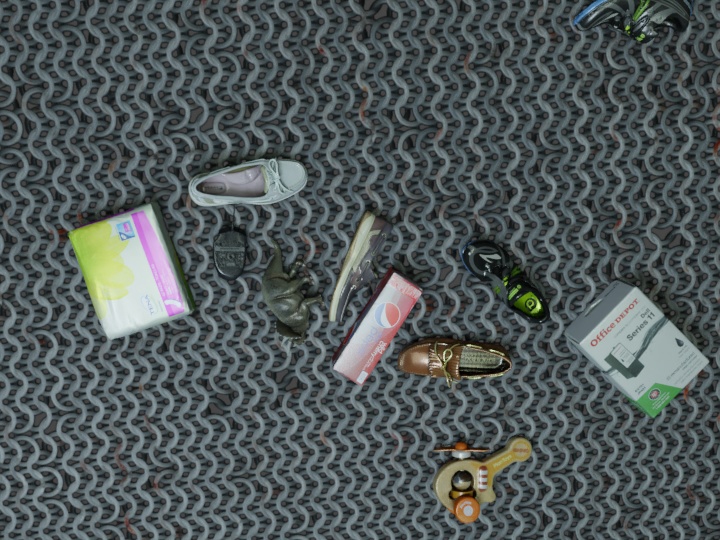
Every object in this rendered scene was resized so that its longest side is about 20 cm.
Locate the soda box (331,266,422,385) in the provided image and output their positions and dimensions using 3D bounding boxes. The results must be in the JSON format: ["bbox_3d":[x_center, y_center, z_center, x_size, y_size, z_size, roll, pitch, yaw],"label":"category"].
[{"bbox_3d":[0.028,0.096,1.254,0.063,0.070,0.200,32,96,-7],"label":"soda box"}]

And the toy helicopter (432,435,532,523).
[{"bbox_3d":[0.221,0.356,1.317,0.199,0.079,0.133,-28,91,-10],"label":"toy helicopter"}]

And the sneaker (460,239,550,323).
[{"bbox_3d":[0.259,0.019,1.249,0.200,0.083,0.071,43,94,-8],"label":"sneaker"}]

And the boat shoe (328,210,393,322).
[{"bbox_3d":[0.000,0.000,1.238,0.065,0.072,0.201,20,91,-1],"label":"boat shoe"}]

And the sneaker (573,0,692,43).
[{"bbox_3d":[0.455,-0.419,1.191,0.199,0.071,0.083,-7,93,-5],"label":"sneaker"}]

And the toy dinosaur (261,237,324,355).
[{"bbox_3d":[-0.125,0.043,1.235,0.102,0.077,0.201,-27,102,-6],"label":"toy dinosaur"}]

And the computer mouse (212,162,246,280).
[{"bbox_3d":[-0.222,-0.083,1.235,0.058,0.034,0.201,4,92,-17],"label":"computer mouse"}]

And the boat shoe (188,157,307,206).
[{"bbox_3d":[-0.182,-0.146,1.193,0.201,0.065,0.075,-8,95,-17],"label":"boat shoe"}]

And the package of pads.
[{"bbox_3d":[-0.387,0.002,1.216,0.154,0.068,0.201,-19,99,-1],"label":"package of pads"}]

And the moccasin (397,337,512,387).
[{"bbox_3d":[0.166,0.162,1.268,0.200,0.078,0.074,7,98,-4],"label":"moccasin"}]

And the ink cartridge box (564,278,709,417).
[{"bbox_3d":[0.488,0.136,1.281,0.200,0.083,0.147,43,94,-8],"label":"ink cartridge box"}]
